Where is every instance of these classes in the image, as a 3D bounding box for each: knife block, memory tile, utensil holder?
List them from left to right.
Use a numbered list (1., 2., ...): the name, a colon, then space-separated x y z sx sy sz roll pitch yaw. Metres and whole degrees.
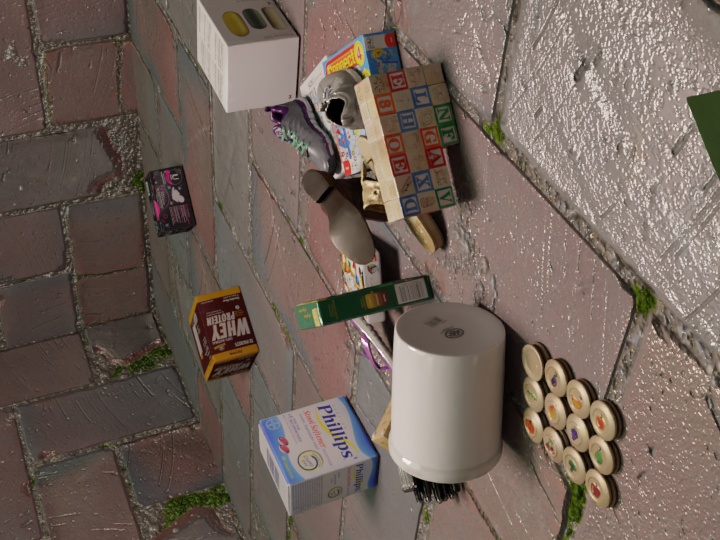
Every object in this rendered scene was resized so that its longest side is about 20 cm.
1. knife block: 0.118 0.284 1.655 0.201 0.175 0.064 -62 9 -22
2. utensil holder: 0.125 0.170 1.397 0.170 0.168 0.202 -135 40 -55
3. memory tile: 0.264 0.194 1.254 0.200 0.017 0.155 -135 38 -56

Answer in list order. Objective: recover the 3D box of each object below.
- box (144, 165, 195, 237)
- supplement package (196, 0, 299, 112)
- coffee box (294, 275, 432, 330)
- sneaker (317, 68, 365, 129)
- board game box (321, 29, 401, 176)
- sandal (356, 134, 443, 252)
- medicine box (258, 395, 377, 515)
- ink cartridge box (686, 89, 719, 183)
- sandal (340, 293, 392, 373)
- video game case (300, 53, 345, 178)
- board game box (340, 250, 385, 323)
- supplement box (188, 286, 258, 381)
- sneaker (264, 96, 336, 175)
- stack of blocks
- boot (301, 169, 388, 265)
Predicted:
1. box: -0.620 -0.223 3.194 0.132 0.114 0.202 161 97 -71
2. supplement package: -0.229 -0.444 1.973 0.152 0.150 0.201 98 151 -43
3. coffee box: 0.004 0.051 1.592 0.123 0.198 0.045 165 91 -70
4. sneaker: -0.031 -0.262 1.502 0.200 0.081 0.076 -143 44 -60
5. board game box: 0.013 -0.264 1.583 0.200 0.055 0.198 175 82 -69
6. sandal: 0.038 -0.105 1.491 0.212 0.069 0.078 53 163 3
7. medicine box: -0.089 0.380 2.035 0.183 0.198 0.104 -124 27 -43
8. ink cartridge box: 0.333 -0.080 0.647 0.048 0.198 0.147 128 126 -67
9. sandal: 0.014 0.132 1.761 0.203 0.050 0.082 53 -178 18
10. video game case: -0.057 -0.272 1.807 0.182 0.023 0.202 156 100 -70
11. board game box: 0.000 0.000 1.762 0.200 0.034 0.128 -128 31 -68
12. supplement box: -0.397 0.185 2.823 0.197 0.131 0.202 124 130 -63
13. sneaker: -0.112 -0.239 1.816 0.075 0.087 0.201 99 152 -46
14. stack of blocks: 0.076 -0.180 1.384 0.058 0.114 0.202 168 88 -69
15. boot: 0.010 -0.086 1.585 0.064 0.199 0.187 -39 71 21
